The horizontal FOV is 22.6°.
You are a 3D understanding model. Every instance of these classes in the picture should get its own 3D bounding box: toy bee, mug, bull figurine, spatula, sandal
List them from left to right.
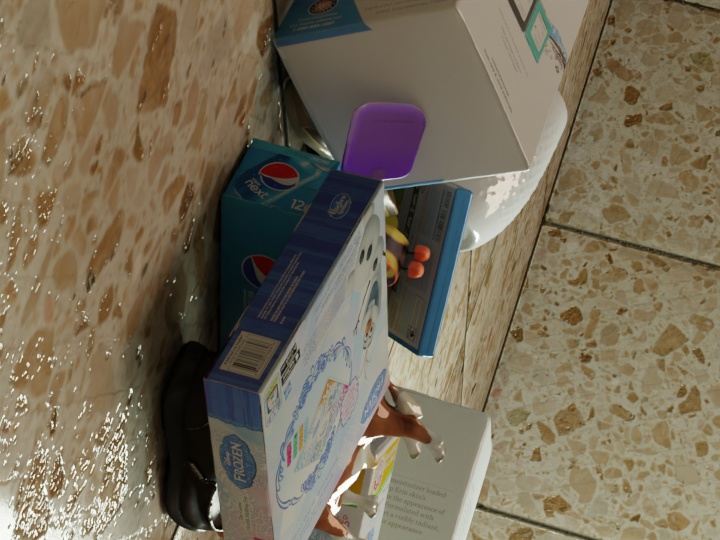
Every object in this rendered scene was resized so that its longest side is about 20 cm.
[{"bbox_3d":[-0.027,0.155,1.385,0.200,0.121,0.065,-53,-160,30],"label":"bull figurine"},{"bbox_3d":[-0.023,-0.094,1.369,0.200,0.054,0.081,35,39,-64],"label":"sandal"},{"bbox_3d":[-0.004,-0.048,1.281,0.200,0.056,0.021,117,-36,-50],"label":"spatula"},{"bbox_3d":[0.000,0.000,1.488,0.200,0.108,0.132,66,41,-75],"label":"toy bee"},{"bbox_3d":[0.101,-0.130,1.828,0.200,0.147,0.176,51,56,-40],"label":"mug"}]

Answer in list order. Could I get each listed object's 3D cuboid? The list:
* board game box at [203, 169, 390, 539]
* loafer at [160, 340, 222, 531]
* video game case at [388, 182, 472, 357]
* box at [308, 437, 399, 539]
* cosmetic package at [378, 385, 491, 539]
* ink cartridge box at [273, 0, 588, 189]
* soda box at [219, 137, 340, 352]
[{"bbox_3d":[-0.036,0.072,1.187,0.200,0.043,0.200,87,25,-44],"label":"board game box"},{"bbox_3d":[-0.094,0.128,1.247,0.200,0.071,0.073,89,19,-56],"label":"loafer"},{"bbox_3d":[0.031,-0.020,1.561,0.200,0.018,0.144,31,-70,62],"label":"video game case"},{"bbox_3d":[-0.045,0.223,1.544,0.101,0.112,0.201,-30,134,-74],"label":"box"},{"bbox_3d":[0.031,0.233,1.836,0.165,0.164,0.201,75,33,-72],"label":"cosmetic package"},{"bbox_3d":[0.057,-0.181,1.295,0.146,0.146,0.200,61,36,-35],"label":"ink cartridge box"},{"bbox_3d":[-0.059,0.007,1.280,0.201,0.067,0.064,95,14,-45],"label":"soda box"}]
